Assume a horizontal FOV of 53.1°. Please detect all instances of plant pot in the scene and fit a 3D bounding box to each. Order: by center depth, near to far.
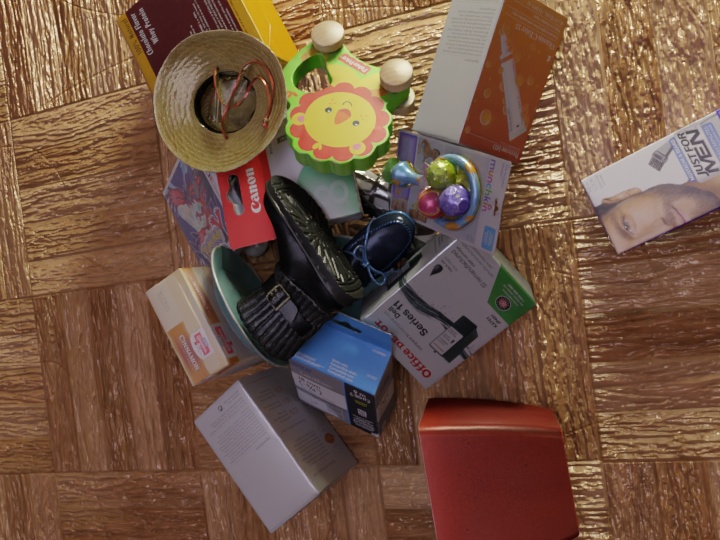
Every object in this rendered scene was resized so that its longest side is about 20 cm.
[{"bbox_3d":[0.186,0.274,0.959,0.175,0.200,0.202,-10,89,9],"label":"plant pot"}]

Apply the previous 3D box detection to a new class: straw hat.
[{"bbox_3d":[-0.180,-0.231,1.006,0.199,0.085,0.203,2,97,16],"label":"straw hat"}]

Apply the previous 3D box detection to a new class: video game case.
[{"bbox_3d":[-0.244,-0.095,1.134,0.183,0.023,0.200,60,146,9],"label":"video game case"}]

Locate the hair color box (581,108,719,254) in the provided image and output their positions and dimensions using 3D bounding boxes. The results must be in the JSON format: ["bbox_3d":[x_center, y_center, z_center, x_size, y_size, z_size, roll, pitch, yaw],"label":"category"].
[{"bbox_3d":[0.397,-0.112,0.913,0.199,0.065,0.110,-28,83,22],"label":"hair color box"}]

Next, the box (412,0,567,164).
[{"bbox_3d":[0.169,-0.258,0.948,0.097,0.124,0.202,29,105,49],"label":"box"}]

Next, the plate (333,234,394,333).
[{"bbox_3d":[-0.033,0.039,1.084,0.198,0.026,0.202,4,110,11],"label":"plate"}]

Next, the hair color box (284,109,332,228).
[{"bbox_3d":[-0.110,-0.156,1.090,0.108,0.065,0.202,-7,85,6],"label":"hair color box"}]

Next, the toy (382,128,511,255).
[{"bbox_3d":[0.095,-0.103,0.916,0.200,0.047,0.116,31,121,48],"label":"toy"}]

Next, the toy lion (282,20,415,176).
[{"bbox_3d":[-0.032,-0.223,0.971,0.199,0.069,0.192,36,71,22],"label":"toy lion"}]

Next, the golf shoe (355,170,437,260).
[{"bbox_3d":[0.040,-0.113,1.060,0.094,0.078,0.200,-40,79,0],"label":"golf shoe"}]

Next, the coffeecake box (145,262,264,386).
[{"bbox_3d":[-0.206,0.074,1.090,0.073,0.200,0.154,-32,81,20],"label":"coffeecake box"}]

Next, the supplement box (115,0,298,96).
[{"bbox_3d":[-0.229,-0.347,1.113,0.199,0.133,0.198,-31,82,20],"label":"supplement box"}]

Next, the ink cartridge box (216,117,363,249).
[{"bbox_3d":[-0.107,-0.131,1.017,0.198,0.050,0.162,-13,80,1],"label":"ink cartridge box"}]

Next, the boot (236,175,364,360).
[{"bbox_3d":[-0.107,-0.003,0.959,0.157,0.079,0.212,-37,74,26],"label":"boot"}]

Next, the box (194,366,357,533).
[{"bbox_3d":[-0.125,0.261,1.093,0.106,0.152,0.200,-42,77,18],"label":"box"}]

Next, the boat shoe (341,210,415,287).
[{"bbox_3d":[0.000,0.000,0.994,0.084,0.069,0.200,41,121,-7],"label":"boat shoe"}]

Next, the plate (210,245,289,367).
[{"bbox_3d":[-0.163,0.056,1.038,0.025,0.200,0.201,-30,82,8],"label":"plate"}]

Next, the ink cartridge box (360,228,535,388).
[{"bbox_3d":[0.117,0.044,0.997,0.200,0.083,0.147,-41,101,18],"label":"ink cartridge box"}]

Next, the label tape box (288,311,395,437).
[{"bbox_3d":[-0.028,0.143,1.031,0.143,0.201,0.063,21,57,20],"label":"label tape box"}]

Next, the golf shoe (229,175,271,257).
[{"bbox_3d":[-0.199,-0.116,1.137,0.072,0.092,0.202,-18,87,20],"label":"golf shoe"}]
